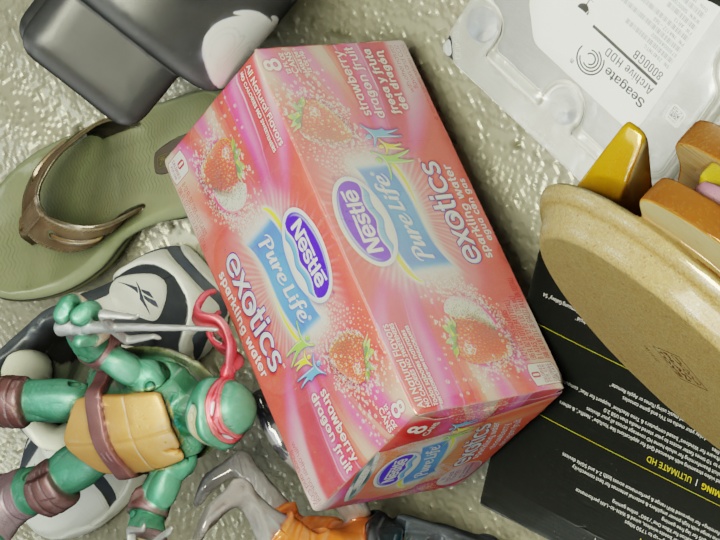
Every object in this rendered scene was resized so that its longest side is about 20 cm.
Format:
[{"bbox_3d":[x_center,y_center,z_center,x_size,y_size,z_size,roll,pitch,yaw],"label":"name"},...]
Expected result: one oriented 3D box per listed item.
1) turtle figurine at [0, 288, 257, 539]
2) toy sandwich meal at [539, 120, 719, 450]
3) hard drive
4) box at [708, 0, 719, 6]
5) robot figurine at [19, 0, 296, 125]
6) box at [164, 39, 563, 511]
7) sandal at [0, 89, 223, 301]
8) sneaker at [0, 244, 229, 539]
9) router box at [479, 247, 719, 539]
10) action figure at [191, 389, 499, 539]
[{"bbox_3d":[-0.120,0.081,1.326,0.200,0.101,0.150,-12,96,35],"label":"turtle figurine"},{"bbox_3d":[0.155,0.014,1.141,0.205,0.205,0.070,41,81,21],"label":"toy sandwich meal"},{"bbox_3d":[0.137,-0.134,1.220,0.140,0.038,0.200,45,121,21],"label":"hard drive"},{"bbox_3d":[0.221,-0.182,1.081,0.163,0.086,0.200,25,113,-13],"label":"box"},{"bbox_3d":[-0.079,-0.169,1.313,0.200,0.125,0.150,-51,53,4],"label":"robot figurine"},{"bbox_3d":[0.000,0.000,1.310,0.103,0.094,0.200,-45,61,45],"label":"box"},{"bbox_3d":[-0.139,-0.047,1.449,0.201,0.057,0.080,-27,71,35],"label":"sandal"},{"bbox_3d":[-0.160,0.078,1.460,0.080,0.129,0.199,51,125,16],"label":"sneaker"},{"bbox_3d":[0.161,0.080,1.276,0.200,0.051,0.150,26,118,28],"label":"router box"},{"bbox_3d":[0.016,0.143,1.337,0.193,0.200,0.105,25,80,-5],"label":"action figure"}]
